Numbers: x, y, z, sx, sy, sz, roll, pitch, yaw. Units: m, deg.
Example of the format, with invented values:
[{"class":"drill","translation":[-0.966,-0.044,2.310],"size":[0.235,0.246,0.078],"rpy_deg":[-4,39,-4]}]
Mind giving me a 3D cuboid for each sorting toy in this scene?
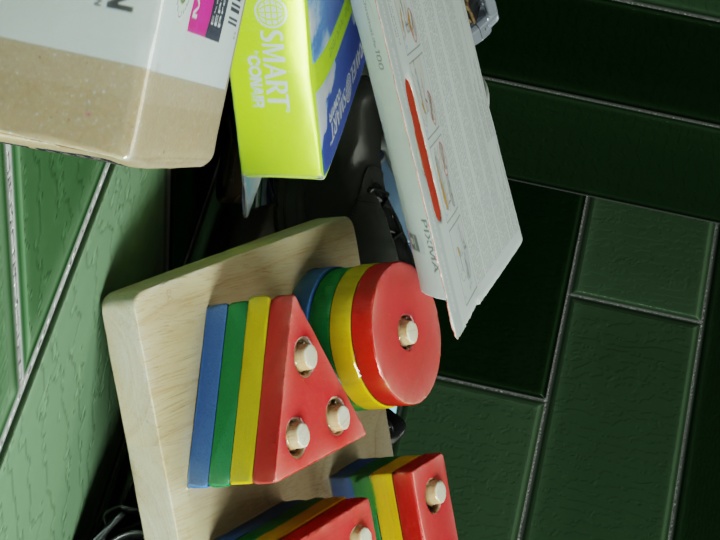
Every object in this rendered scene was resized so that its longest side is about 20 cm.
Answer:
[{"class":"sorting toy","translation":[-0.020,0.087,1.105],"size":[0.200,0.069,0.201],"rpy_deg":[-22,104,-59]}]

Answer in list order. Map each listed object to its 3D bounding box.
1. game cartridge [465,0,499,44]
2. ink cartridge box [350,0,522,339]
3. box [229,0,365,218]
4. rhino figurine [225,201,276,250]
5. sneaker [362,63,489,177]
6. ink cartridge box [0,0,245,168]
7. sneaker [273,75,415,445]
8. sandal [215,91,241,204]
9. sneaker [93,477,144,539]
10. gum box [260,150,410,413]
[{"class":"game cartridge","translation":[0.027,-0.206,1.414],"size":[0.041,0.133,0.200],"rpy_deg":[-42,171,1]},{"class":"ink cartridge box","translation":[0.022,-0.065,1.085],"size":[0.200,0.057,0.164],"rpy_deg":[-42,120,-69]},{"class":"box","translation":[-0.032,-0.139,1.123],"size":[0.122,0.047,0.201],"rpy_deg":[-72,162,-54]},{"class":"rhino figurine","translation":[-0.065,0.041,1.303],"size":[0.201,0.059,0.088],"rpy_deg":[-70,166,-47]},{"class":"sneaker","translation":[0.027,-0.087,1.336],"size":[0.200,0.074,0.100],"rpy_deg":[-112,-172,-60]},{"class":"ink cartridge box","translation":[-0.069,-0.134,0.708],"size":[0.165,0.074,0.202],"rpy_deg":[-38,141,-85]},{"class":"sneaker","translation":[0.000,0.000,1.241],"size":[0.076,0.090,0.202],"rpy_deg":[0,97,-68]},{"class":"sandal","translation":[-0.039,-0.095,1.291],"size":[0.200,0.054,0.082],"rpy_deg":[-67,168,-69]},{"class":"sneaker","translation":[-0.089,0.127,1.132],"size":[0.100,0.070,0.201],"rpy_deg":[104,5,-50]},{"class":"gum box","translation":[-0.017,-0.003,1.421],"size":[0.201,0.044,0.171],"rpy_deg":[96,-21,-45]}]
